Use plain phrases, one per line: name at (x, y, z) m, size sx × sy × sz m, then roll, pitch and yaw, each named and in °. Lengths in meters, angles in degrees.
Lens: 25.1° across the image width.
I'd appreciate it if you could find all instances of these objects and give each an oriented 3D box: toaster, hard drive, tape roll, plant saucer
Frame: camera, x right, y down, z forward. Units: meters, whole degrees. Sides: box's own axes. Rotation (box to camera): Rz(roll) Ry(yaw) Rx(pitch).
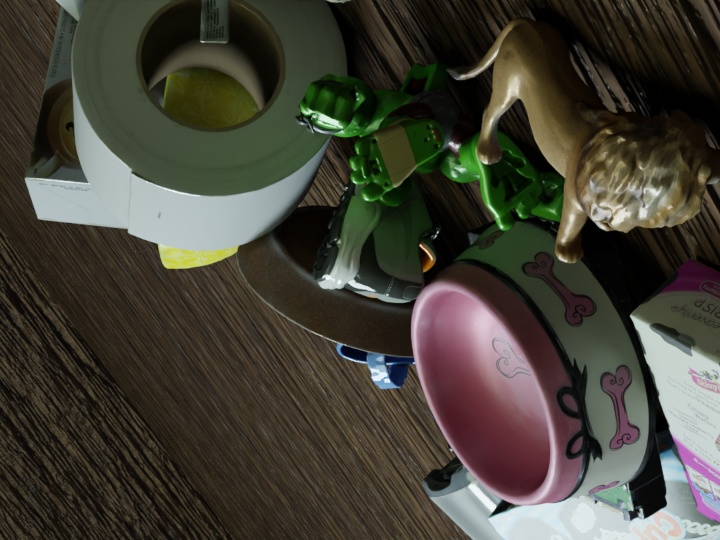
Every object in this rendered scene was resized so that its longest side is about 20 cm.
toaster at (0.139, 0.194, 1.407) m, size 0.129 × 0.114 × 0.200 m, roll 47°, pitch 162°, yaw 0°
hard drive at (0.148, 0.068, 1.153) m, size 0.139 × 0.038 × 0.202 m, roll 17°, pitch 125°, yaw 59°
tape roll at (-0.116, -0.130, 1.215) m, size 0.203 × 0.202 × 0.139 m, roll 48°, pitch 162°, yaw 6°
plant saucer at (0.000, 0.000, 1.289) m, size 0.200 × 0.199 × 0.035 m, roll 38°, pitch 121°, yaw 34°

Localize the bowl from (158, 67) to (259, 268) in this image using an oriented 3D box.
bowl at (-0.106, -0.098, 1.375) m, size 0.106 × 0.202 × 0.201 m, roll 5°, pitch 156°, yaw 2°

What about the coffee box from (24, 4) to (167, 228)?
coffee box at (-0.211, -0.144, 1.387) m, size 0.112 × 0.202 × 0.080 m, roll 6°, pitch 155°, yaw 1°

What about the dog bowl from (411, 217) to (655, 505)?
dog bowl at (0.109, 0.070, 1.104) m, size 0.200 × 0.073 × 0.201 m, roll 44°, pitch 148°, yaw 38°

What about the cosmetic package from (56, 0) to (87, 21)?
cosmetic package at (-0.228, -0.305, 1.299) m, size 0.074 × 0.102 × 0.200 m, roll 42°, pitch 163°, yaw 20°

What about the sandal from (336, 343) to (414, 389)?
sandal at (0.008, 0.046, 1.471) m, size 0.200 × 0.087 × 0.080 m, roll 30°, pitch 156°, yaw 52°

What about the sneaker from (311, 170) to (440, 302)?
sneaker at (0.020, -0.035, 1.160) m, size 0.079 × 0.201 × 0.074 m, roll 24°, pitch 121°, yaw -5°

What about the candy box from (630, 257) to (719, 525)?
candy box at (0.256, 0.102, 1.004) m, size 0.136 × 0.061 × 0.201 m, roll 32°, pitch 156°, yaw 46°

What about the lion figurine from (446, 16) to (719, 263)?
lion figurine at (0.120, -0.088, 0.933) m, size 0.200 × 0.072 × 0.123 m, roll 48°, pitch 153°, yaw 23°

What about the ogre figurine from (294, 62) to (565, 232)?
ogre figurine at (0.044, -0.084, 1.057) m, size 0.120 × 0.198 × 0.099 m, roll -133°, pitch 45°, yaw -67°

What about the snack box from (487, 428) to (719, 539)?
snack box at (0.204, 0.199, 1.241) m, size 0.116 × 0.037 × 0.199 m, roll 51°, pitch 136°, yaw -8°

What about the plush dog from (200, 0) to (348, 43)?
plush dog at (-0.100, -0.241, 1.074) m, size 0.201 × 0.160 × 0.172 m, roll 53°, pitch -174°, yaw -13°
